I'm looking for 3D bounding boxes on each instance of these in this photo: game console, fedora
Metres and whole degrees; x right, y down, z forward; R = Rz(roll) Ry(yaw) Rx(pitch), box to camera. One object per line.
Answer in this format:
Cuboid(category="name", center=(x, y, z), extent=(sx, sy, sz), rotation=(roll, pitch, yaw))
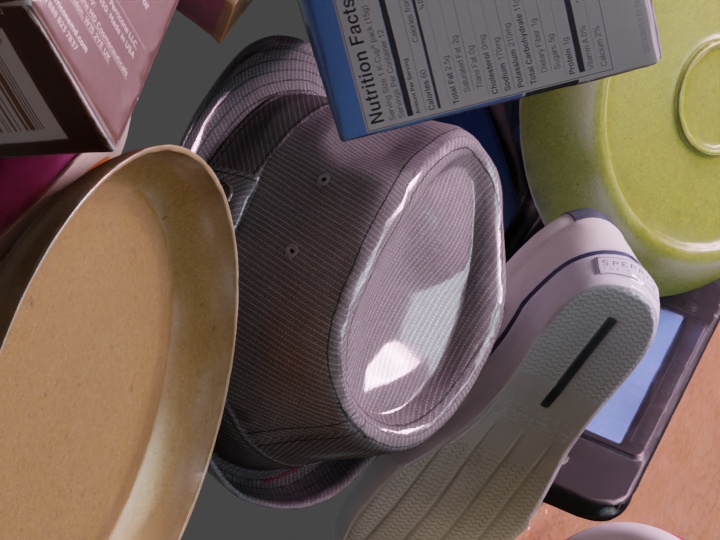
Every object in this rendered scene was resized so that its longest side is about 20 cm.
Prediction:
Cuboid(category="game console", center=(0.081, -0.006, 1.337), extent=(0.200, 0.175, 0.117), rotation=(-54, 163, -51))
Cuboid(category="fedora", center=(0.000, 0.000, 1.155), extent=(0.177, 0.090, 0.201), rotation=(58, 46, -35))

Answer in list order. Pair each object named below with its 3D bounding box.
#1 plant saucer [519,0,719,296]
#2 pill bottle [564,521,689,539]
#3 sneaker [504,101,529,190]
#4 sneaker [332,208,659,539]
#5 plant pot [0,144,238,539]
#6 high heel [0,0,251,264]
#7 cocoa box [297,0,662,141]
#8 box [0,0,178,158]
Cuboid(category="plant saucer", center=(0.160, -0.083, 1.340), extent=(0.199, 0.031, 0.201), rotation=(-10, 107, -36))
Cuboid(category="pill bottle", center=(0.167, 0.199, 1.491), extent=(0.200, 0.113, 0.115), rotation=(26, 65, -62))
Cuboid(category="sneaker", center=(0.110, -0.138, 1.442), extent=(0.075, 0.078, 0.201), rotation=(-31, 115, -62))
Cuboid(category="sneaker", center=(0.058, 0.058, 1.230), extent=(0.073, 0.200, 0.071), rotation=(30, 27, -24))
Cuboid(category="plant pot", center=(-0.099, 0.051, 0.999), extent=(0.200, 0.027, 0.201), rotation=(16, 90, -70))
Cuboid(category="high heel", center=(-0.116, -0.081, 1.022), extent=(0.200, 0.096, 0.067), rotation=(-54, 177, -25))
Cuboid(category="cocoa box", center=(0.031, -0.157, 1.144), extent=(0.200, 0.130, 0.134), rotation=(-100, 175, -66))
Cuboid(category="box", center=(-0.106, -0.133, 0.967), extent=(0.075, 0.100, 0.201), rotation=(62, 35, -41))
